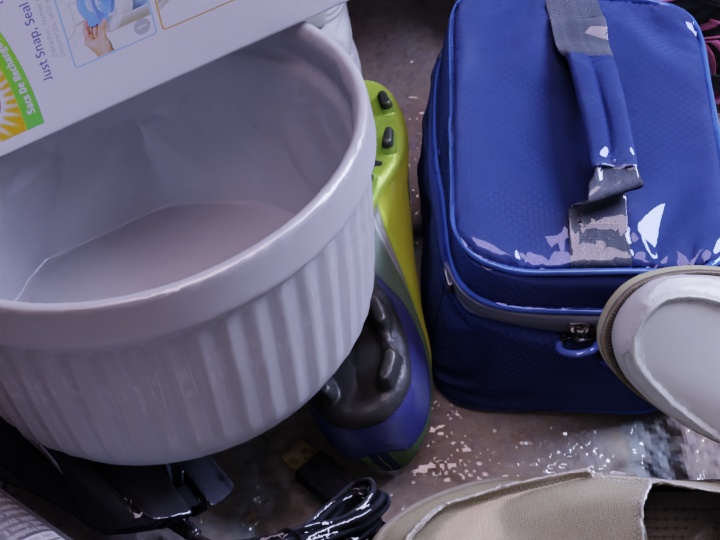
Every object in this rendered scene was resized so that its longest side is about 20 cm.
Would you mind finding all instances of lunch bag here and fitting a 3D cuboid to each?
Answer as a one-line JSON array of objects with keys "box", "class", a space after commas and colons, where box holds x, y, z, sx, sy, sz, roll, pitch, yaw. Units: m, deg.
[{"box": [0.097, -0.034, 0.858, 0.134, 0.133, 0.201, 0, 50, -2], "class": "lunch bag"}]

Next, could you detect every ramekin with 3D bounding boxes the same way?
[{"box": [-0.086, -0.013, 0.755, 0.198, 0.106, 0.201, -7, 40, 6], "class": "ramekin"}]

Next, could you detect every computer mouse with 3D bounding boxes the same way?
[{"box": [-0.078, 0.076, 0.796, 0.199, 0.046, 0.140, 26, 24, 38], "class": "computer mouse"}]

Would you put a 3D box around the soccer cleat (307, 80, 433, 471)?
[{"box": [-0.001, 0.000, 0.859, 0.064, 0.084, 0.202, -10, 55, 10], "class": "soccer cleat"}]

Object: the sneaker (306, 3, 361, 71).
[{"box": [-0.044, -0.180, 0.990, 0.077, 0.100, 0.201, -15, 53, -15], "class": "sneaker"}]

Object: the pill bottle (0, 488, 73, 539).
[{"box": [-0.143, 0.151, 0.710, 0.199, 0.111, 0.111, 31, 56, 20], "class": "pill bottle"}]

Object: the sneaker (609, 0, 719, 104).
[{"box": [0.178, -0.143, 0.940, 0.198, 0.095, 0.080, 7, 70, -33], "class": "sneaker"}]

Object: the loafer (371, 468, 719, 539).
[{"box": [0.099, 0.116, 0.762, 0.198, 0.068, 0.076, -7, 78, -12], "class": "loafer"}]

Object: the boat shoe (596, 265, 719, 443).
[{"box": [0.194, 0.060, 0.772, 0.199, 0.075, 0.068, 25, 13, -17], "class": "boat shoe"}]

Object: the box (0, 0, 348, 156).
[{"box": [-0.119, -0.137, 0.744, 0.199, 0.102, 0.113, -27, 42, -16], "class": "box"}]
